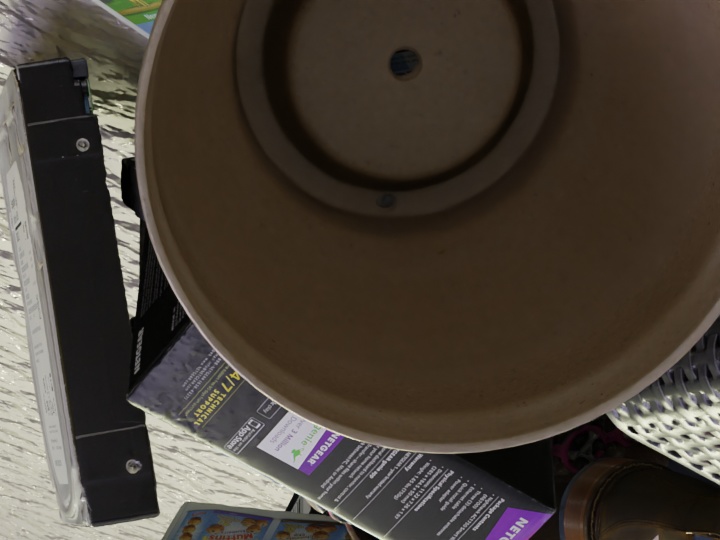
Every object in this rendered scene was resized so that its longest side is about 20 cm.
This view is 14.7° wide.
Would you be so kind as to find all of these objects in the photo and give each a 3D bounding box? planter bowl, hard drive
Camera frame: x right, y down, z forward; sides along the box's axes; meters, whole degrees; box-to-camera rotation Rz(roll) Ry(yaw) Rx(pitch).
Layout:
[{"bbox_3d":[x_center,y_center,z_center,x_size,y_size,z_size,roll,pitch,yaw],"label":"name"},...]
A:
[{"bbox_3d":[0.023,-0.058,0.898,0.200,0.201,0.135,29,-170,-15],"label":"planter bowl"},{"bbox_3d":[-0.129,0.013,1.247,0.038,0.201,0.140,-8,178,-11],"label":"hard drive"}]

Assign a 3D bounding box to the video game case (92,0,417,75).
[{"bbox_3d":[-0.005,-0.089,1.081,0.182,0.022,0.200,33,161,-27],"label":"video game case"}]

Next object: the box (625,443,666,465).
[{"bbox_3d":[0.088,0.074,1.395,0.199,0.048,0.122,22,165,7],"label":"box"}]

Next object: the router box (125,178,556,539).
[{"bbox_3d":[-0.005,0.002,1.005,0.149,0.200,0.051,30,122,-20],"label":"router box"}]

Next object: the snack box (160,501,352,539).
[{"bbox_3d":[0.006,0.138,1.265,0.199,0.024,0.072,5,-158,10],"label":"snack box"}]

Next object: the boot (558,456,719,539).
[{"bbox_3d":[0.174,0.141,1.081,0.200,0.075,0.097,34,164,-23],"label":"boot"}]

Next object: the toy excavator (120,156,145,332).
[{"bbox_3d":[0.000,0.000,1.216,0.199,0.101,0.194,-3,-174,-9],"label":"toy excavator"}]

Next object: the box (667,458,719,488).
[{"bbox_3d":[0.248,0.094,1.146,0.199,0.105,0.148,30,162,-20],"label":"box"}]

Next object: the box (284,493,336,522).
[{"bbox_3d":[0.048,0.180,1.378,0.199,0.149,0.107,25,-166,-8],"label":"box"}]

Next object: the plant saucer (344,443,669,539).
[{"bbox_3d":[0.091,0.120,1.242,0.199,0.032,0.200,2,-158,-1],"label":"plant saucer"}]

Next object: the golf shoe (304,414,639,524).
[{"bbox_3d":[0.045,0.054,1.266,0.199,0.073,0.092,-9,-158,-26],"label":"golf shoe"}]

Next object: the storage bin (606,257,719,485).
[{"bbox_3d":[0.195,0.024,0.943,0.199,0.136,0.094,28,162,-21],"label":"storage bin"}]
